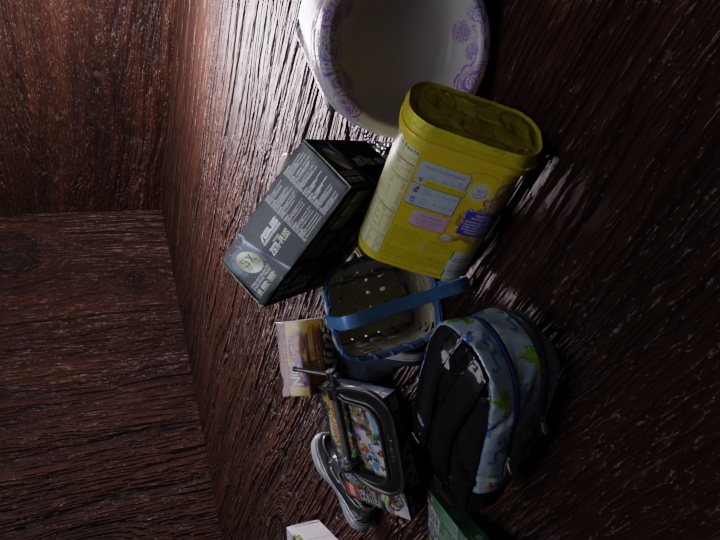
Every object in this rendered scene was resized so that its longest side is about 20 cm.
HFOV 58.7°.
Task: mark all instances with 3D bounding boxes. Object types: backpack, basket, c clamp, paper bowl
[{"bbox_3d":[0.130,0.133,0.699,0.163,0.153,0.201,-120,13,-48],"label":"backpack"},{"bbox_3d":[0.030,0.045,0.847,0.200,0.175,0.140,177,79,-71],"label":"basket"},{"bbox_3d":[-0.008,0.231,0.925,0.170,0.027,0.201,-3,108,40],"label":"c clamp"},{"bbox_3d":[0.040,-0.259,0.739,0.104,0.199,0.202,-129,40,-68],"label":"paper bowl"}]

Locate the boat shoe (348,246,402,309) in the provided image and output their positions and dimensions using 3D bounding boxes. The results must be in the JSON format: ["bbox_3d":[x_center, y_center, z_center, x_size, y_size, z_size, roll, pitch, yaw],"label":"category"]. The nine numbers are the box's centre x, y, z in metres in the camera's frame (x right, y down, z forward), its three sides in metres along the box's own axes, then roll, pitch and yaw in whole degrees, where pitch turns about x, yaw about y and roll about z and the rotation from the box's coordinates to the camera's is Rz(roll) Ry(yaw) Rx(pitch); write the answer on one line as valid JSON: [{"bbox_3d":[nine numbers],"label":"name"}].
[{"bbox_3d":[0.000,0.003,1.039,0.201,0.063,0.074,-125,39,-49],"label":"boat shoe"}]

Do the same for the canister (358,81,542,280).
[{"bbox_3d":[0.090,-0.090,0.716,0.201,0.147,0.087,113,170,-45],"label":"canister"}]

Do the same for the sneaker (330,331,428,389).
[{"bbox_3d":[0.042,0.165,0.969,0.202,0.077,0.147,-1,104,55],"label":"sneaker"}]

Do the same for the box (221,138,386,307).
[{"bbox_3d":[-0.057,-0.064,0.823,0.086,0.164,0.200,45,117,13],"label":"box"}]

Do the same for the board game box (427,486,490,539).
[{"bbox_3d":[0.129,0.378,0.806,0.200,0.029,0.136,-159,66,-77],"label":"board game box"}]

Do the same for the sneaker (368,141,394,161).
[{"bbox_3d":[0.046,-0.144,0.921,0.200,0.075,0.082,15,127,63],"label":"sneaker"}]

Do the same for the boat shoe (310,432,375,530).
[{"bbox_3d":[-0.022,0.366,1.162,0.200,0.072,0.071,52,131,36],"label":"boat shoe"}]

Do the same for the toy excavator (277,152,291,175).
[{"bbox_3d":[-0.133,-0.123,1.305,0.194,0.099,0.201,40,117,55],"label":"toy excavator"}]

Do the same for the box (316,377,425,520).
[{"bbox_3d":[0.014,0.265,0.965,0.136,0.038,0.201,1,112,44],"label":"box"}]

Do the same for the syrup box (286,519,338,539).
[{"bbox_3d":[-0.084,0.589,1.305,0.200,0.081,0.079,-179,86,-65],"label":"syrup box"}]

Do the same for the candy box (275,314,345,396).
[{"bbox_3d":[-0.064,0.136,1.064,0.056,0.200,0.118,-7,87,24],"label":"candy box"}]

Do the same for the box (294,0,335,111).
[{"bbox_3d":[0.003,-0.324,0.893,0.115,0.131,0.201,115,144,-45],"label":"box"}]
